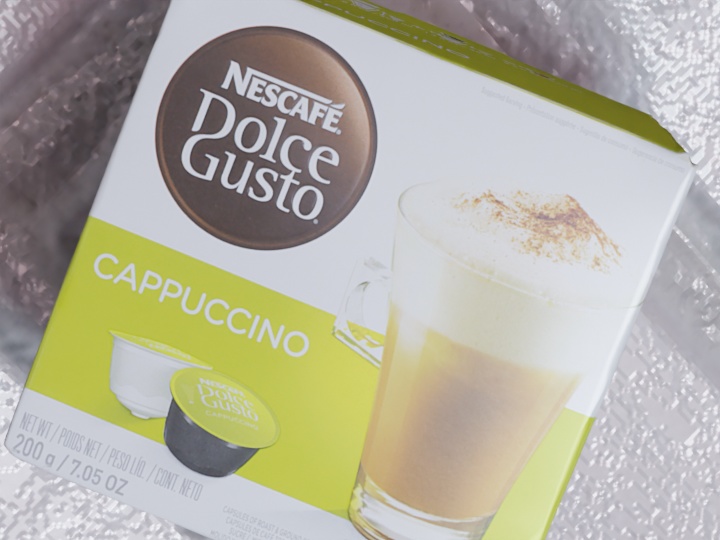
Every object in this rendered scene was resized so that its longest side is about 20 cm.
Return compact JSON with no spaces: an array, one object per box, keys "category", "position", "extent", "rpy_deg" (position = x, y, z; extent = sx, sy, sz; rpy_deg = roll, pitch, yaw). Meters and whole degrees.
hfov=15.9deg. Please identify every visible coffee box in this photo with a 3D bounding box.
[{"category":"coffee box","position":[0.000,0.000,1.012],"extent":[0.199,0.200,0.198],"rpy_deg":[22,98,1]}]
